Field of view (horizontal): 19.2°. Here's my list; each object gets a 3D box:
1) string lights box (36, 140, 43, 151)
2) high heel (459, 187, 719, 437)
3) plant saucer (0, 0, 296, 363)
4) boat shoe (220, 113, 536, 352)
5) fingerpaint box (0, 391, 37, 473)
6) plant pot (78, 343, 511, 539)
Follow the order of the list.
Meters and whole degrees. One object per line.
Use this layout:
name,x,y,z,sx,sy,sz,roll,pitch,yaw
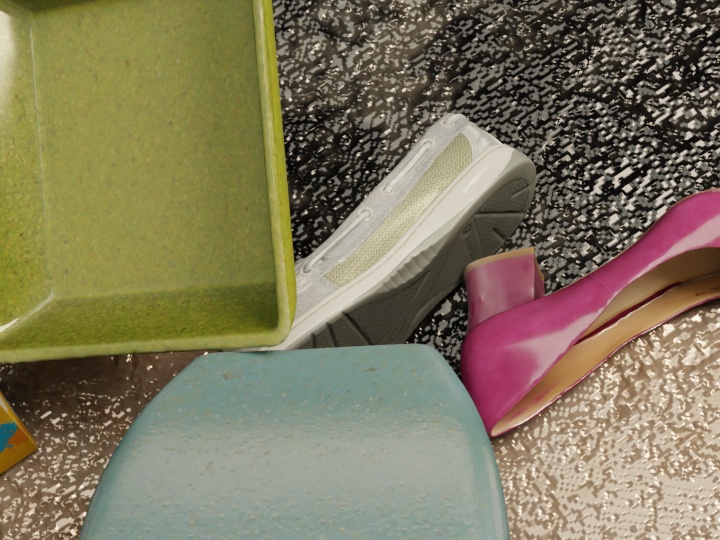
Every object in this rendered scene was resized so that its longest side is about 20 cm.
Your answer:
string lights box,-0.153,-0.149,1.138,0.103,0.059,0.200,22,71,-9
high heel,0.146,0.023,1.038,0.200,0.067,0.096,-16,54,18
plant saucer,-0.107,-0.060,1.020,0.199,0.048,0.201,-5,90,35
boat shoe,0.000,-0.001,1.074,0.202,0.074,0.065,-42,61,-15
fingerpaint box,-0.260,0.008,1.055,0.073,0.167,0.200,-35,66,-7
plant pot,-0.019,0.145,0.950,0.195,0.197,0.200,-4,53,7
